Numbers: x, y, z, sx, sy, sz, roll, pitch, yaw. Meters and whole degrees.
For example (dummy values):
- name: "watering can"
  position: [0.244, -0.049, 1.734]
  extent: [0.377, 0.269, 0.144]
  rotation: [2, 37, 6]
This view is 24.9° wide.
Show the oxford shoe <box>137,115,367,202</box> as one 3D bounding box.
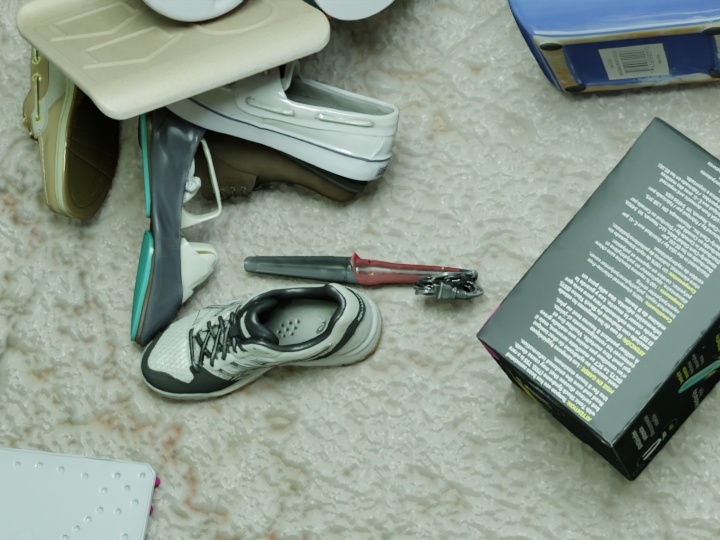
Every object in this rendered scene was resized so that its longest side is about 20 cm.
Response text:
- name: "oxford shoe"
  position: [-0.089, -0.090, 1.326]
  extent: [0.200, 0.073, 0.085]
  rotation: [22, 109, 14]

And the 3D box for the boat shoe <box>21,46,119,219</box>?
- name: "boat shoe"
  position: [-0.249, -0.136, 1.380]
  extent: [0.066, 0.074, 0.200]
  rotation: [-8, 69, 27]

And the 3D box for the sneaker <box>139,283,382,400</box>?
- name: "sneaker"
  position: [-0.087, 0.045, 1.263]
  extent: [0.200, 0.088, 0.076]
  rotation: [-16, 71, 12]

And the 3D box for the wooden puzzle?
- name: "wooden puzzle"
  position: [-0.143, -0.175, 1.232]
  extent: [0.185, 0.046, 0.200]
  rotation: [-23, 37, -20]

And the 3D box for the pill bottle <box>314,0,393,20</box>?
- name: "pill bottle"
  position: [-0.040, -0.282, 1.255]
  extent: [0.112, 0.112, 0.200]
  rotation: [-36, 52, 2]

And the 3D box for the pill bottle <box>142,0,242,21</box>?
- name: "pill bottle"
  position: [-0.155, -0.274, 1.238]
  extent: [0.112, 0.112, 0.200]
  rotation: [-42, 39, 0]

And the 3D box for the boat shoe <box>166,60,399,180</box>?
- name: "boat shoe"
  position: [-0.066, -0.133, 1.253]
  extent: [0.200, 0.072, 0.066]
  rotation: [23, 119, 6]

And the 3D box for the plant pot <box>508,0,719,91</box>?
- name: "plant pot"
  position: [0.204, -0.240, 1.209]
  extent: [0.199, 0.200, 0.180]
  rotation: [-4, 79, 14]

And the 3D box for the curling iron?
- name: "curling iron"
  position: [0.000, 0.000, 1.275]
  extent: [0.200, 0.050, 0.026]
  rotation: [7, 96, 22]

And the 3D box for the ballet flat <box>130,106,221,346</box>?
- name: "ballet flat"
  position: [-0.145, -0.033, 1.291]
  extent: [0.073, 0.073, 0.200]
  rotation: [10, 106, 18]

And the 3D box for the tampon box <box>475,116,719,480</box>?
- name: "tampon box"
  position: [0.201, 0.025, 1.153]
  extent: [0.126, 0.150, 0.200]
  rotation: [39, 86, 22]

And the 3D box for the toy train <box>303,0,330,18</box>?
- name: "toy train"
  position: [-0.119, -0.192, 1.340]
  extent: [0.200, 0.056, 0.150]
  rotation: [7, 39, 18]

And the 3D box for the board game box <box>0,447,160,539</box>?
- name: "board game box"
  position: [-0.266, 0.243, 1.283]
  extent: [0.199, 0.026, 0.200]
  rotation: [4, 74, 17]
